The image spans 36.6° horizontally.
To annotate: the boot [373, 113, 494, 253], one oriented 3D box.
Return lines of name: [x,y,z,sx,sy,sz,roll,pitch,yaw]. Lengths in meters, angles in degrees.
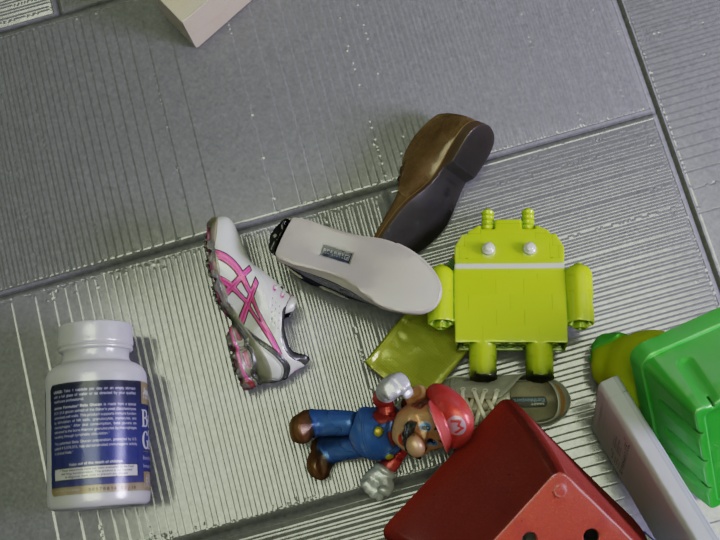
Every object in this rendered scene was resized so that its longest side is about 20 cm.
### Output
boot: [0.070,-0.095,1.264,0.075,0.074,0.200,34,86,40]

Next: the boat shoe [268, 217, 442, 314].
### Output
boat shoe: [0.000,0.000,1.220,0.200,0.093,0.075,24,81,13]

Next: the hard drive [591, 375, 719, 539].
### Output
hard drive: [0.297,0.218,1.104,0.027,0.132,0.200,-23,60,-5]

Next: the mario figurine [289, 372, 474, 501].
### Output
mario figurine: [0.023,0.176,1.147,0.200,0.123,0.106,-14,62,23]

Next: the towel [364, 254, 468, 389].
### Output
towel: [0.098,0.052,1.225,0.086,0.018,0.200,36,76,20]

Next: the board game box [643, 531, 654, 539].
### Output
board game box: [0.285,0.398,1.137,0.152,0.045,0.200,42,84,12]

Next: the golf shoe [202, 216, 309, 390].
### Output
golf shoe: [-0.121,0.030,1.240,0.092,0.073,0.200,-17,87,-6]

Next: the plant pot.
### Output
plant pot: [0.171,0.274,1.080,0.200,0.176,0.200,45,85,-7]

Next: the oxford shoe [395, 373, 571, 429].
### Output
oxford shoe: [0.132,0.149,1.198,0.200,0.058,0.075,-7,80,5]

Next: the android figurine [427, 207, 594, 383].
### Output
android figurine: [0.164,0.024,1.199,0.182,0.041,0.200,1,69,6]

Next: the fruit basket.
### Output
fruit basket: [0.341,0.120,1.144,0.155,0.216,0.216,-23,77,-1]

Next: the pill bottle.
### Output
pill bottle: [-0.289,0.160,1.200,0.111,0.111,0.200,-5,78,3]

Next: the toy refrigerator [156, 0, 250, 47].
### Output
toy refrigerator: [-0.155,-0.372,1.325,0.200,0.076,0.070,-43,78,-5]
